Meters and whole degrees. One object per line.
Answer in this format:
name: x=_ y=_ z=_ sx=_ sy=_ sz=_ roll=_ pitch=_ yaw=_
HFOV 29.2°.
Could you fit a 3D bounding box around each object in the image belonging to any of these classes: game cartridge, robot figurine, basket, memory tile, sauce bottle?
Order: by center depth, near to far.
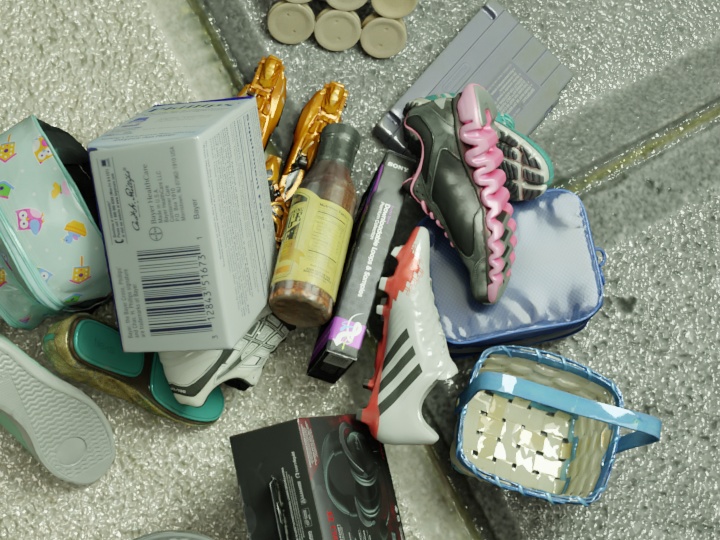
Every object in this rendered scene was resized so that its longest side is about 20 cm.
basket: x=0.168 y=0.143 z=1.305 sx=0.174 sy=0.200 sz=0.141 roll=18 pitch=75 yaw=-9
sauce bottle: x=-0.038 y=-0.047 z=1.308 sx=0.065 sy=0.066 sz=0.202 roll=17 pitch=59 yaw=-8
robot figurine: x=-0.090 y=-0.106 z=1.378 sx=0.143 sy=0.058 sz=0.202 roll=20 pitch=74 yaw=-5
memory tile: x=-0.010 y=-0.305 z=1.380 sx=0.151 sy=0.202 sz=0.017 roll=6 pitch=43 yaw=-8
game cartridge: x=0.122 y=-0.175 z=1.454 sx=0.130 sy=0.038 sz=0.200 roll=43 pitch=73 yaw=-5

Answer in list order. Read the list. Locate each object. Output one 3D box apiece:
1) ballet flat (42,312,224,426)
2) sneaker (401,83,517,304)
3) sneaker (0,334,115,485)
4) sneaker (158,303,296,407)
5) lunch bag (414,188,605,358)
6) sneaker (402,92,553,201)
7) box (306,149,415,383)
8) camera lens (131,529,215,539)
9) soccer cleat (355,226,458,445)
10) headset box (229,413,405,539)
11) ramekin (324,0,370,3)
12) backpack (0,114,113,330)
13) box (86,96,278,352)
ballet flat: x=-0.214 y=0.095 z=1.292 sx=0.199 sy=0.070 sz=0.072 roll=32 pitch=69 yaw=-41
sneaker: x=0.088 y=-0.066 z=1.269 sx=0.094 sy=0.079 sz=0.203 roll=-7 pitch=99 yaw=18
sneaker: x=-0.309 y=0.111 z=1.278 sx=0.074 sy=0.118 sz=0.201 roll=-45 pitch=125 yaw=-11
sneaker: x=-0.111 y=0.066 z=1.323 sx=0.199 sy=0.075 sz=0.089 roll=-23 pitch=110 yaw=-39
lunch bag: x=0.149 y=0.005 z=1.366 sx=0.197 sy=0.132 sz=0.138 roll=-9 pitch=80 yaw=-1
sneaker: x=0.122 y=-0.132 z=1.345 sx=0.079 sy=0.200 sz=0.078 roll=-21 pitch=127 yaw=-28
box: x=0.000 y=0.000 z=1.330 sx=0.036 sy=0.143 sz=0.203 roll=17 pitch=75 yaw=-5
camera lens: x=-0.167 y=0.309 z=1.197 sx=0.158 sy=0.200 sz=0.162 roll=3 pitch=77 yaw=-11
soccer cleat: x=0.053 y=0.063 z=1.270 sx=0.084 sy=0.069 sz=0.203 roll=11 pitch=91 yaw=8
headset box: x=-0.038 y=0.211 z=1.247 sx=0.076 sy=0.200 sz=0.151 roll=-17 pitch=79 yaw=20
ramekin: x=-0.010 y=-0.388 z=1.438 sx=0.199 sy=0.094 sz=0.206 roll=2 pitch=78 yaw=-11
backpack: x=-0.288 y=-0.041 z=1.247 sx=0.152 sy=0.200 sz=0.177 roll=-28 pitch=86 yaw=-12
box: x=-0.150 y=-0.046 z=1.230 sx=0.103 sy=0.200 sz=0.187 roll=-4 pitch=105 yaw=11
